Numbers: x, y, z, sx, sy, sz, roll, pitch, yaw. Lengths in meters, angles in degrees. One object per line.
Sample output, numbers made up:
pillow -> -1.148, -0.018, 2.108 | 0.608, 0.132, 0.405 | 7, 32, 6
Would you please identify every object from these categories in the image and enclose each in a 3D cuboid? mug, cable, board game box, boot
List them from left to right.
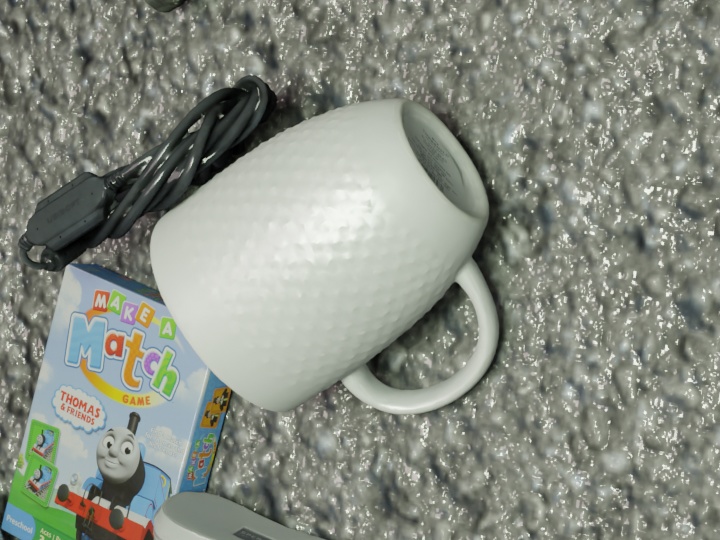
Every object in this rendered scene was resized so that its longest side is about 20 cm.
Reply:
board game box -> -0.166, 0.112, 1.478 | 0.151, 0.037, 0.200 | 21, 99, 36
cable -> -0.122, -0.064, 1.380 | 0.200, 0.163, 0.051 | -32, 89, 32
boot -> -0.054, 0.222, 1.381 | 0.200, 0.074, 0.096 | 23, 118, 34
mug -> 0.000, 0.000, 1.309 | 0.175, 0.148, 0.200 | -35, 98, 22

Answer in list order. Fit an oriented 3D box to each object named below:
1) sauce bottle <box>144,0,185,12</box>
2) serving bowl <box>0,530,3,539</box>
sauce bottle -> -0.068, -0.232, 1.402 | 0.200, 0.066, 0.066 | -25, 73, 31
serving bowl -> -0.316, 0.243, 1.552 | 0.200, 0.066, 0.200 | -19, 62, 41
